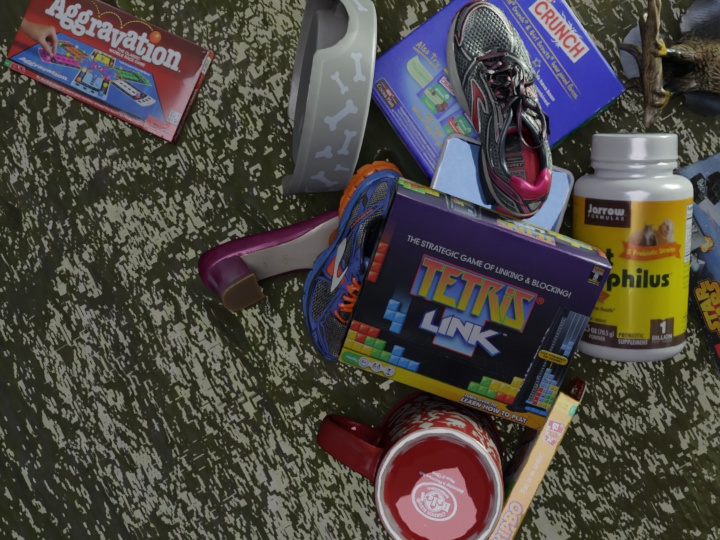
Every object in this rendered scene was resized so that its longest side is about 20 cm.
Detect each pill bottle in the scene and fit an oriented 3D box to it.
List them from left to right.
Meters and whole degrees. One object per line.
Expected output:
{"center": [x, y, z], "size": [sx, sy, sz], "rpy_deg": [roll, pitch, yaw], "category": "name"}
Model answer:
{"center": [0.251, -0.024, 0.910], "size": [0.107, 0.109, 0.204], "rpy_deg": [0, 100, 4], "category": "pill bottle"}

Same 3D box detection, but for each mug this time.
{"center": [0.050, 0.189, 0.890], "size": [0.174, 0.200, 0.136], "rpy_deg": [-11, 88, 3], "category": "mug"}

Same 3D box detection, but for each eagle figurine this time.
{"center": [0.351, -0.194, 0.910], "size": [0.197, 0.152, 0.153], "rpy_deg": [-12, 70, -9], "category": "eagle figurine"}

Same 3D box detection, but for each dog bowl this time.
{"center": [-0.031, -0.167, 0.915], "size": [0.058, 0.200, 0.204], "rpy_deg": [7, 89, -9], "category": "dog bowl"}

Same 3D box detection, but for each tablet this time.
{"center": [0.112, -0.015, 0.918], "size": [0.128, 0.014, 0.203], "rpy_deg": [18, 93, 0], "category": "tablet"}

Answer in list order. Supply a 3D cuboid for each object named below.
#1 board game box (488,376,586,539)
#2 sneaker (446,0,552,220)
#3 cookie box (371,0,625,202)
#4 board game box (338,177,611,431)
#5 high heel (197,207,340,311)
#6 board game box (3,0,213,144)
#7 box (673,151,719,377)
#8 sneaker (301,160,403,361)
{"center": [0.158, 0.191, 0.934], "size": [0.030, 0.096, 0.202], "rpy_deg": [29, 90, 5], "category": "board game box"}
{"center": [0.133, -0.150, 0.875], "size": [0.079, 0.075, 0.203], "rpy_deg": [-15, 82, -5], "category": "sneaker"}
{"center": [0.127, -0.178, 0.956], "size": [0.199, 0.075, 0.172], "rpy_deg": [-36, 89, 3], "category": "cookie box"}
{"center": [0.098, 0.031, 0.868], "size": [0.197, 0.057, 0.168], "rpy_deg": [18, 111, -2], "category": "board game box"}
{"center": [-0.068, -0.029, 0.989], "size": [0.198, 0.096, 0.068], "rpy_deg": [-31, 128, -10], "category": "high heel"}
{"center": [-0.262, -0.219, 1.016], "size": [0.197, 0.019, 0.104], "rpy_deg": [24, 89, 5], "category": "board game box"}
{"center": [0.372, -0.016, 0.925], "size": [0.136, 0.040, 0.203], "rpy_deg": [-22, 87, 30], "category": "box"}
{"center": [0.000, 0.000, 0.930], "size": [0.074, 0.078, 0.203], "rpy_deg": [5, 114, -29], "category": "sneaker"}
